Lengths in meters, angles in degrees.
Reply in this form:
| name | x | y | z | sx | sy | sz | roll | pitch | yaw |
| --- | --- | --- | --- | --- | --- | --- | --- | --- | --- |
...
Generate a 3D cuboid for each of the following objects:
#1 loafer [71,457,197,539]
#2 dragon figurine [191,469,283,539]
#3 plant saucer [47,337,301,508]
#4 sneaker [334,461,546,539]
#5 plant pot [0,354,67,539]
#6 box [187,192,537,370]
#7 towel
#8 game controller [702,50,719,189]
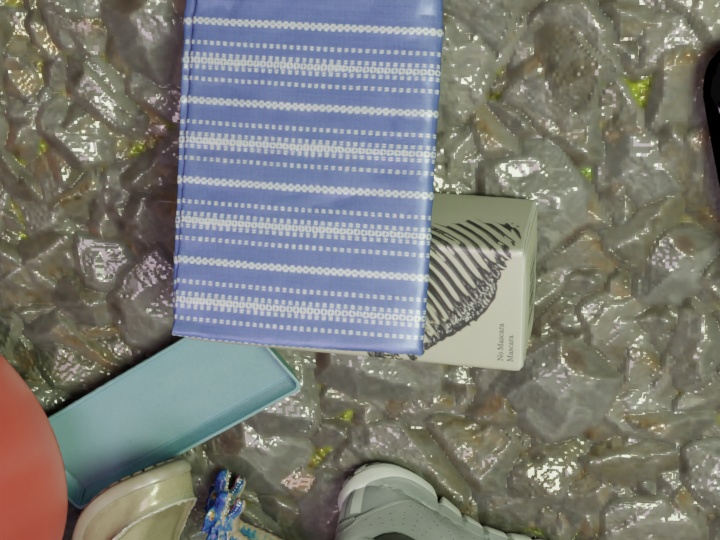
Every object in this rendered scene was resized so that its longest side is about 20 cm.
| name | x | y | z | sx | sy | sz | roll | pitch | yaw |
| --- | --- | --- | --- | --- | --- | --- | --- | --- | --- |
| loafer | -0.154 | 0.196 | 1.012 | 0.068 | 0.075 | 0.200 | 52 | 132 | 20 |
| dragon figurine | -0.068 | 0.223 | 1.023 | 0.098 | 0.059 | 0.202 | 10 | 119 | 8 |
| plant saucer | -0.132 | 0.088 | 0.986 | 0.199 | 0.019 | 0.070 | -29 | 113 | 27 |
| sneaker | 0.065 | 0.208 | 0.950 | 0.198 | 0.116 | 0.075 | 27 | 121 | -2 |
| plant pot | -0.308 | 0.149 | 0.946 | 0.198 | 0.177 | 0.203 | 9 | 112 | 23 |
| box | 0.000 | 0.000 | 0.881 | 0.198 | 0.069 | 0.083 | 3 | 119 | 11 |
| towel | -0.030 | -0.059 | 0.834 | 0.143 | 0.024 | 0.203 | 3 | 89 | 9 |
| game controller | 0.247 | -0.034 | 0.820 | 0.103 | 0.042 | 0.202 | -9 | 115 | 18 |
